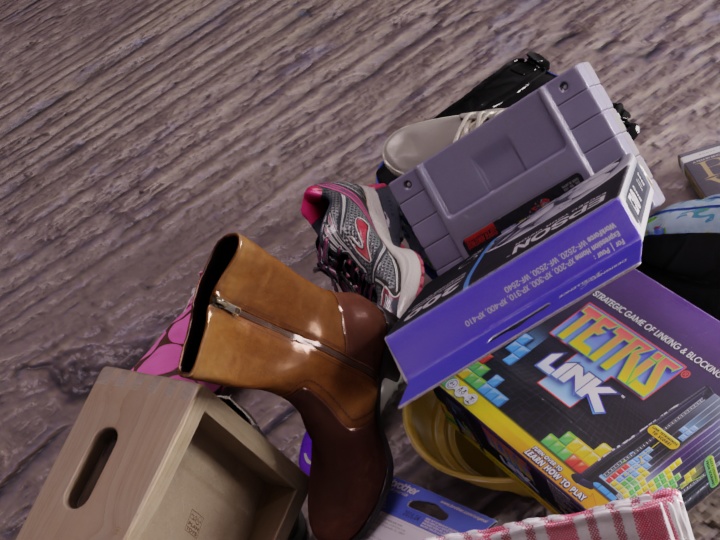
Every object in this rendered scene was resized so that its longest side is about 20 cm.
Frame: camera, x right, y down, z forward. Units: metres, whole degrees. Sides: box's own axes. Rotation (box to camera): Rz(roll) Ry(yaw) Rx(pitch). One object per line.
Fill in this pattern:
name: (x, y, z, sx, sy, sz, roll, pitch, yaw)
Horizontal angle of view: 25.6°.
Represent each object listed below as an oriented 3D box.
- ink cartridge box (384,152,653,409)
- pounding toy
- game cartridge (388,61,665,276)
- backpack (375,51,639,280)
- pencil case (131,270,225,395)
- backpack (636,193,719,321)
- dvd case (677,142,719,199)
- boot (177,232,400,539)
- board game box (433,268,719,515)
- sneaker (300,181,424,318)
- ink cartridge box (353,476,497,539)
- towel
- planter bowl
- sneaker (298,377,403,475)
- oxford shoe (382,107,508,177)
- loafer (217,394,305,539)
ink cartridge box: (0.113, 0.003, 1.121, 0.198, 0.043, 0.200, -33, 7, 19)
pounding toy: (-0.172, 0.188, 1.145, 0.142, 0.184, 0.200, 7, 62, 38)
game cartridge: (0.127, -0.060, 1.250, 0.200, 0.130, 0.038, -31, -8, 34)
backpack: (0.130, -0.067, 1.400, 0.200, 0.147, 0.183, -32, 37, -11)
pencil case: (-0.160, 0.081, 1.453, 0.094, 0.091, 0.200, 29, 50, 13)
backpack: (0.279, 0.014, 1.174, 0.200, 0.163, 0.154, -7, 26, 41)
dvd case: (0.368, -0.072, 1.344, 0.148, 0.016, 0.200, -17, 30, 2)
boot: (-0.048, 0.091, 1.117, 0.068, 0.200, 0.189, 11, 81, 39)
board game box: (0.167, 0.085, 1.070, 0.165, 0.057, 0.200, -37, 37, -12)
sneaker: (0.000, 0.000, 1.300, 0.074, 0.081, 0.200, 6, 34, -19)
ink cartridge box: (0.001, 0.239, 1.129, 0.200, 0.042, 0.119, -44, 34, -24)
towel: (0.118, 0.218, 0.974, 0.200, 0.147, 0.030, -15, 12, 19)
planter bowl: (0.138, 0.107, 1.180, 0.200, 0.084, 0.201, -16, 36, 12)
sneaker: (-0.020, 0.092, 1.312, 0.069, 0.100, 0.200, -13, 32, 25)
oxford shoe: (0.106, -0.107, 1.303, 0.200, 0.058, 0.075, 3, 61, 29)
loafer: (-0.101, 0.168, 1.285, 0.075, 0.070, 0.200, -28, 30, -4)
